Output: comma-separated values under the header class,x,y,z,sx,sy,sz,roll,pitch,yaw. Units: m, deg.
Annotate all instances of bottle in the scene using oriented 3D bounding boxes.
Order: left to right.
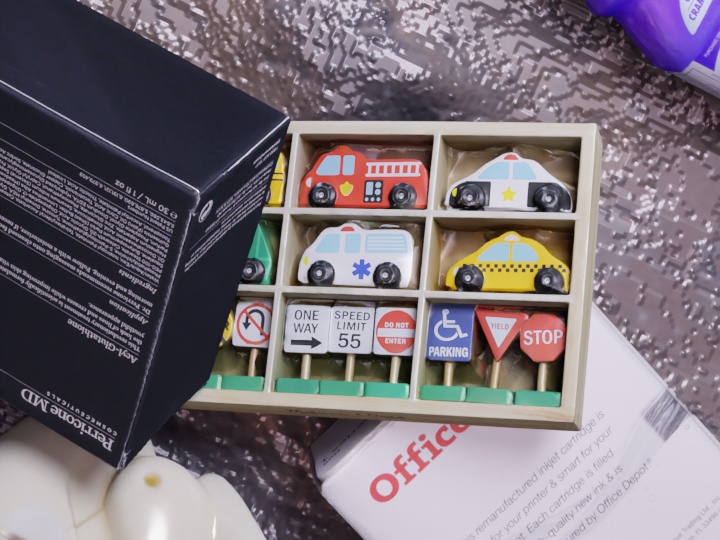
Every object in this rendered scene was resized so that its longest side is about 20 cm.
class,x,y,z,sx,sy,sz,roll,pitch,yaw
bottle,0.164,-0.124,0.781,0.199,0.065,0.084,26,95,-10

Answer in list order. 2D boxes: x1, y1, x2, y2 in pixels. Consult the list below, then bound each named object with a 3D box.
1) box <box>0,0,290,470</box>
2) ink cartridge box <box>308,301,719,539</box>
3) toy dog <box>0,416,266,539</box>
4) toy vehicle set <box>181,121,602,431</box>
class,x,y,z,sx,sy,sz,roll,pitch,yaw
box,-0.144,-0.037,0.685,0.199,0.079,0.142,30,125,11
ink cartridge box,0.093,0.110,0.794,0.146,0.084,0.200,-42,99,0
toy dog,-0.156,0.124,0.702,0.199,0.139,0.195,-8,69,-41
toy vehicle set,0.000,0.000,0.742,0.198,0.027,0.125,1,77,15
